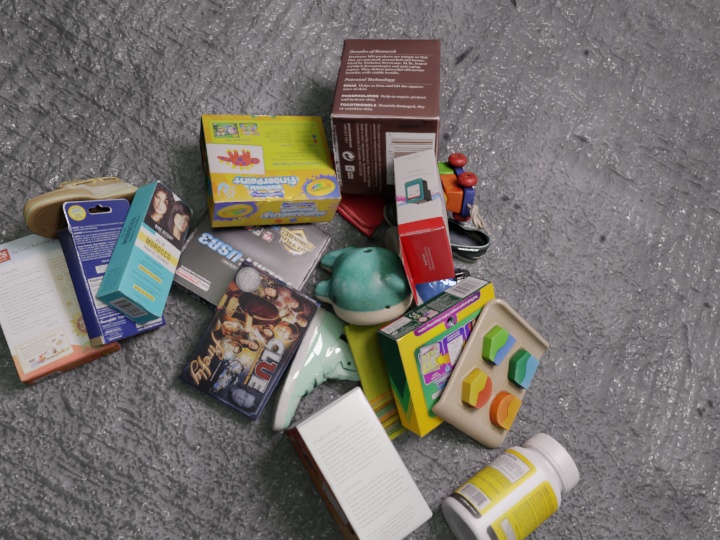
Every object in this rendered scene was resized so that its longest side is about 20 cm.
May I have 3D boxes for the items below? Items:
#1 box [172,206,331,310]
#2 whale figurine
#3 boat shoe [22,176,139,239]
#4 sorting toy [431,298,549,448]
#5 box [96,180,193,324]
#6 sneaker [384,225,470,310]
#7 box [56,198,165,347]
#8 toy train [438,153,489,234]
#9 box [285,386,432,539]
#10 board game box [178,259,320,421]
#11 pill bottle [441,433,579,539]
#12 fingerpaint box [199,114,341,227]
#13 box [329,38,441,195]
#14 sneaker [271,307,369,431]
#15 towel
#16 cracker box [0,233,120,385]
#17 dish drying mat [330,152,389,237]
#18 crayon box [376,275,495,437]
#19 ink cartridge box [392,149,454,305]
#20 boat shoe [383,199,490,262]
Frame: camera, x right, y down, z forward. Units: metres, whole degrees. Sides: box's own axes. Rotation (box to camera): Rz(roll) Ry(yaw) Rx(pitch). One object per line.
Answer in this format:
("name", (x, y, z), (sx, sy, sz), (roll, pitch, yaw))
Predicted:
("box", (-0.178, -0.019, 0.996), (0.199, 0.050, 0.200), (31, 69, -3))
("whale figurine", (0.000, 0.000, 0.962), (0.157, 0.200, 0.105), (-15, 121, -16))
("boat shoe", (-0.415, -0.098, 0.914), (0.066, 0.075, 0.200), (35, 24, 16))
("sorting toy", (0.216, 0.170, 0.975), (0.185, 0.036, 0.201), (38, 79, -37))
("box", (-0.314, -0.029, 0.914), (0.082, 0.049, 0.202), (46, 39, -43))
("sneaker", (0.123, 0.006, 1.043), (0.110, 0.077, 0.202), (-23, 85, -13))
("box", (-0.362, -0.001, 0.895), (0.032, 0.121, 0.202), (-15, 92, 27))
("toy train", (0.137, -0.121, 1.042), (0.114, 0.085, 0.201), (-2, 37, -6))
("box", (-0.010, 0.288, 0.892), (0.106, 0.152, 0.201), (-29, 82, -19))
("board game box", (-0.166, 0.105, 0.931), (0.135, 0.035, 0.201), (29, 92, -4))
("pill bottle", (0.235, 0.349, 0.955), (0.199, 0.114, 0.115), (-30, 83, -19))
("fingerpaint box", (-0.148, -0.161, 0.988), (0.198, 0.074, 0.168), (-5, 64, -21))
("box", (0.047, -0.250, 1.007), (0.162, 0.167, 0.202), (2, 53, 5))
("sneaker", (-0.057, 0.169, 0.958), (0.117, 0.074, 0.202), (27, 71, -8))
("towel", (0.037, 0.164, 0.964), (0.086, 0.018, 0.202), (-24, 103, -33))
("cracker box", (-0.454, 0.047, 0.904), (0.133, 0.058, 0.202), (-21, 81, -20))
("dish drying mat", (-0.037, -0.150, 1.082), (0.200, 0.018, 0.077), (41, 68, 0))
("crayon box", (0.135, 0.131, 0.967), (0.199, 0.058, 0.174), (-27, 115, -27))
("ink cartridge box", (0.094, -0.064, 0.909), (0.066, 0.117, 0.202), (-10, 51, 11))
("boat shoe", (0.137, -0.078, 1.079), (0.198, 0.062, 0.073), (25, 69, -8))
